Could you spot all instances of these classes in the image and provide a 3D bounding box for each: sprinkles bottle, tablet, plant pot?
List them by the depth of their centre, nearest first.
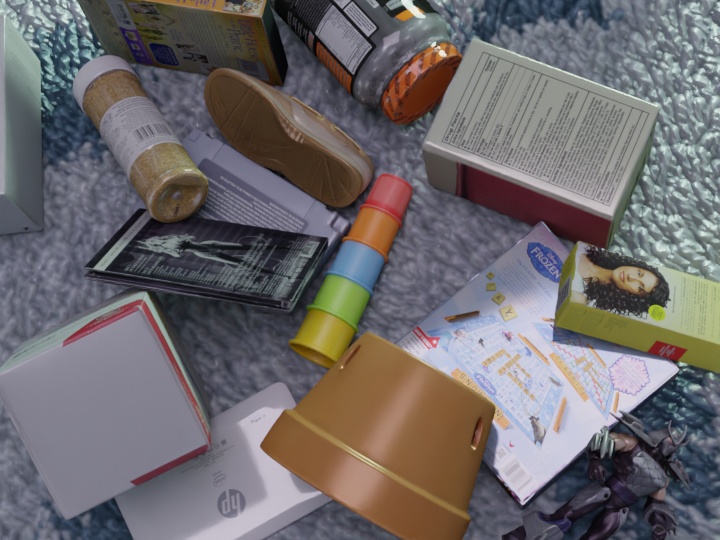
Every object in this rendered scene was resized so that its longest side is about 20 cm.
[{"bbox_3d":[0.029,0.147,1.252,0.200,0.200,0.140,28,85,14],"label":"plant pot"},{"bbox_3d":[-0.133,0.209,1.357,0.200,0.014,0.130,-29,72,-3],"label":"tablet"},{"bbox_3d":[-0.225,-0.136,1.419,0.068,0.068,0.200,-33,55,-5],"label":"sprinkles bottle"}]

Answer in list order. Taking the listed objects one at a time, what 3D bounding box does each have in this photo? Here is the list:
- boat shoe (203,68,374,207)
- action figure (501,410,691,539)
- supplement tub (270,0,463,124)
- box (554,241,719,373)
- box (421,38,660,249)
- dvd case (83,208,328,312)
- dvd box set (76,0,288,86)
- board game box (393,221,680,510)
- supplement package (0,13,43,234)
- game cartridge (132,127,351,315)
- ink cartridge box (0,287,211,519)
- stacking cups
[{"bbox_3d":[-0.071,-0.140,1.432,0.200,0.069,0.074,39,121,9],"label":"boat shoe"},{"bbox_3d":[0.228,0.213,1.276,0.200,0.069,0.130,-44,104,2],"label":"action figure"},{"bbox_3d":[0.007,-0.251,1.429,0.122,0.123,0.200,-39,73,-6],"label":"supplement tub"},{"bbox_3d":[0.286,0.040,1.309,0.199,0.050,0.075,16,56,-5],"label":"box"},{"bbox_3d":[0.176,-0.121,1.375,0.199,0.109,0.128,23,76,13],"label":"box"},{"bbox_3d":[-0.144,-0.012,1.337,0.199,0.149,0.016,9,116,9],"label":"dvd case"},{"bbox_3d":[-0.181,-0.248,1.437,0.199,0.146,0.030,10,72,10],"label":"dvd box set"},{"bbox_3d":[0.165,0.089,1.346,0.199,0.041,0.200,-38,73,-6],"label":"board game box"},{"bbox_3d":[-0.401,-0.145,1.443,0.116,0.117,0.201,-7,72,4],"label":"supplement package"},{"bbox_3d":[-0.127,-0.045,1.425,0.200,0.042,0.133,32,83,15],"label":"game cartridge"},{"bbox_3d":[-0.230,0.111,1.283,0.145,0.200,0.145,-27,99,-2],"label":"ink cartridge box"},{"bbox_3d":[0.000,0.000,1.389,0.060,0.061,0.200,24,73,13],"label":"stacking cups"}]
